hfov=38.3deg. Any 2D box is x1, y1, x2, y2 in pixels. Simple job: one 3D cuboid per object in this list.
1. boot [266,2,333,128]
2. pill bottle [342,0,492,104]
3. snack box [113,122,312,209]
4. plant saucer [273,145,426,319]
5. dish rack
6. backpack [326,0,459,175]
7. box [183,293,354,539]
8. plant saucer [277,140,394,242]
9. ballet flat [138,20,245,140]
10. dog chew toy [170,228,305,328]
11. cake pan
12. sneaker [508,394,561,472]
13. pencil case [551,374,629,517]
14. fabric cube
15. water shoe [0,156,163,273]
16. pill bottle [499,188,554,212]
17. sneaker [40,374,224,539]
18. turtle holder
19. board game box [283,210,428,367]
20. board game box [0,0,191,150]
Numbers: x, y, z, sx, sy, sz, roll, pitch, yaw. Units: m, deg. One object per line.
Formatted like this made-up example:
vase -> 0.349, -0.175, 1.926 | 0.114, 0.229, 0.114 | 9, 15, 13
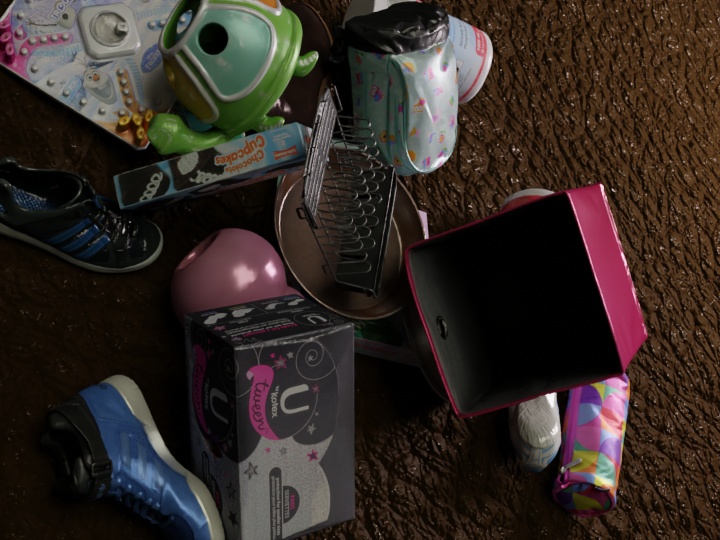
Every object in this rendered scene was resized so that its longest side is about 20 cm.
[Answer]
boot -> -0.096, -0.257, 1.255 | 0.166, 0.071, 0.203 | 19, 60, -59
pill bottle -> 0.077, -0.312, 1.430 | 0.198, 0.108, 0.110 | 17, 57, -31
snack box -> -0.139, -0.104, 1.063 | 0.116, 0.197, 0.038 | -19, 94, -79
plant saucer -> -0.015, -0.039, 1.152 | 0.198, 0.034, 0.203 | 13, 64, -28
dish rack -> -0.012, -0.080, 1.048 | 0.201, 0.054, 0.156 | 67, 28, -60
backpack -> 0.050, -0.221, 1.303 | 0.166, 0.126, 0.203 | -24, 124, -37
box -> -0.085, 0.141, 0.977 | 0.131, 0.114, 0.204 | -10, 107, -33
plant saucer -> -0.004, -0.077, 1.227 | 0.199, 0.039, 0.204 | 19, 55, -30
ballet flat -> -0.193, -0.194, 1.180 | 0.075, 0.064, 0.202 | -29, 85, -24
dog chew toy -> -0.105, 0.055, 1.082 | 0.201, 0.124, 0.125 | 50, 46, -15
cake pan -> 0.108, 0.057, 1.249 | 0.200, 0.036, 0.203 | 42, 39, -47
sneaker -> 0.219, 0.166, 1.323 | 0.071, 0.073, 0.201 | 12, 42, 1
pencil case -> 0.298, 0.216, 1.336 | 0.088, 0.088, 0.202 | 35, 48, -17
fabric cube -> 0.190, 0.027, 1.163 | 0.199, 0.197, 0.199 | -20, 92, -66
water shoe -> -0.279, -0.052, 1.025 | 0.198, 0.079, 0.073 | 15, 58, -32
pill bottle -> 0.224, -0.001, 1.375 | 0.110, 0.110, 0.202 | 32, 50, -20
sneaker -> -0.213, 0.199, 0.939 | 0.111, 0.077, 0.201 | -24, 78, -49
turtle holder -> -0.150, -0.214, 1.088 | 0.131, 0.185, 0.142 | 29, 30, -38
board game box -> 0.000, 0.000, 1.244 | 0.197, 0.041, 0.203 | 15, 58, -32
board game box -> -0.271, -0.263, 1.124 | 0.198, 0.026, 0.202 | 31, 67, -9
